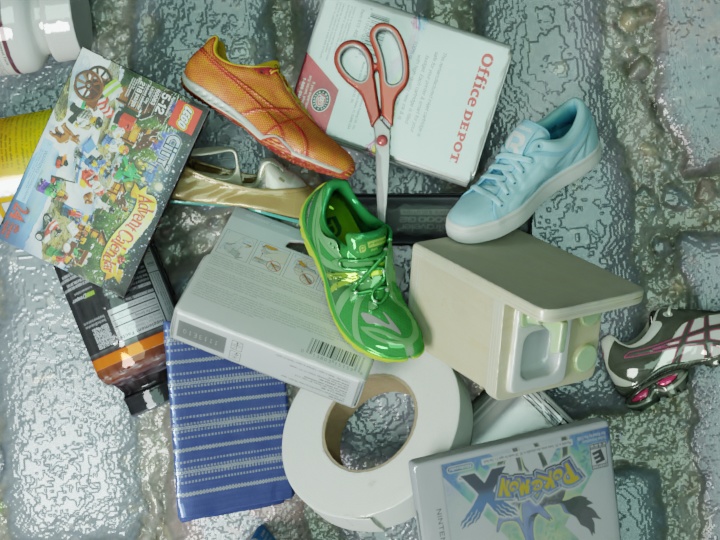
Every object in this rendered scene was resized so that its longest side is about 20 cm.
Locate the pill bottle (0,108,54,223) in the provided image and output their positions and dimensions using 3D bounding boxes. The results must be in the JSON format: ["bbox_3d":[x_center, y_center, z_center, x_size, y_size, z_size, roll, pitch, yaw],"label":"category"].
[{"bbox_3d":[-0.322,-0.108,1.387,0.198,0.109,0.111,-10,90,2],"label":"pill bottle"}]

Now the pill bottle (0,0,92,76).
[{"bbox_3d":[-0.383,-0.253,1.389,0.198,0.110,0.111,-6,90,3],"label":"pill bottle"}]

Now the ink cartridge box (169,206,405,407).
[{"bbox_3d":[-0.069,0.032,1.368,0.198,0.174,0.044,21,131,3],"label":"ink cartridge box"}]

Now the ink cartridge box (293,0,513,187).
[{"bbox_3d":[0.040,-0.183,1.381,0.198,0.083,0.147,19,91,3],"label":"ink cartridge box"}]

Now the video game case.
[{"bbox_3d":[0.152,0.248,1.288,0.198,0.022,0.184,-11,101,-13],"label":"video game case"}]

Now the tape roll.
[{"bbox_3d":[0.015,0.159,1.347,0.201,0.037,0.205,-16,53,21],"label":"tape roll"}]

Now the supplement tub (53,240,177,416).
[{"bbox_3d":[-0.238,0.043,1.386,0.106,0.107,0.202,-21,90,3],"label":"supplement tub"}]

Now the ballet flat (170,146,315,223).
[{"bbox_3d":[-0.117,-0.090,1.386,0.198,0.069,0.064,8,106,-7],"label":"ballet flat"}]

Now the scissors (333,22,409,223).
[{"bbox_3d":[0.027,-0.141,1.333,0.072,0.014,0.202,-14,88,3],"label":"scissors"}]

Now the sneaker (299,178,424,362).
[{"bbox_3d":[0.000,0.000,1.316,0.074,0.084,0.201,-21,71,-27],"label":"sneaker"}]

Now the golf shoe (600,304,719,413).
[{"bbox_3d":[0.341,0.064,1.374,0.199,0.077,0.089,-30,82,2],"label":"golf shoe"}]

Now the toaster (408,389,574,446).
[{"bbox_3d":[0.159,0.188,1.364,0.200,0.114,0.129,44,89,3],"label":"toaster"}]

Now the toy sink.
[{"bbox_3d":[0.154,0.047,1.294,0.129,0.199,0.113,-10,114,-33],"label":"toy sink"}]

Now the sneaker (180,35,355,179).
[{"bbox_3d":[-0.083,-0.159,1.316,0.199,0.073,0.077,36,90,6],"label":"sneaker"}]

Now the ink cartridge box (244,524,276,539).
[{"bbox_3d":[-0.091,0.388,1.359,0.145,0.147,0.200,-42,89,2],"label":"ink cartridge box"}]

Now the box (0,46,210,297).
[{"bbox_3d":[-0.247,-0.094,1.310,0.135,0.038,0.202,25,90,-5],"label":"box"}]

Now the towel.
[{"bbox_3d":[-0.134,0.147,1.382,0.144,0.024,0.203,-4,89,-40],"label":"towel"}]

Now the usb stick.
[{"bbox_3d":[0.082,-0.053,1.406,0.197,0.033,0.056,0,98,3],"label":"usb stick"}]

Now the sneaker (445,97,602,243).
[{"bbox_3d":[0.155,-0.107,1.349,0.199,0.074,0.083,-37,128,-24],"label":"sneaker"}]
